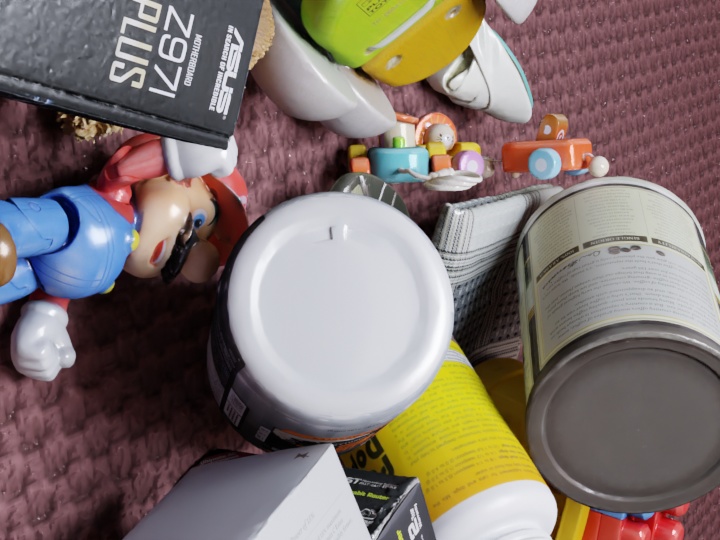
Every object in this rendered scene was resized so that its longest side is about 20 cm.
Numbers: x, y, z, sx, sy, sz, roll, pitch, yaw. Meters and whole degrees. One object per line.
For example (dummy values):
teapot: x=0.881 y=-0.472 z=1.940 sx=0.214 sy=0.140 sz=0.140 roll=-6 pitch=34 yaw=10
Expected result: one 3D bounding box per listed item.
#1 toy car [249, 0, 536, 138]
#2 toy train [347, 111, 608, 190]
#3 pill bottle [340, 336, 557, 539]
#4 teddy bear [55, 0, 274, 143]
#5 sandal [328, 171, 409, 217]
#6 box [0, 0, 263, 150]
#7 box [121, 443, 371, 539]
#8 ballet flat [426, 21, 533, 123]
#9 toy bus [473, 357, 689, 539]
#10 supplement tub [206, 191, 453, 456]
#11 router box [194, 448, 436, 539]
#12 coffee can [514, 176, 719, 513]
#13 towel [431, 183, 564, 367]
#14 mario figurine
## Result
toy car: x=0.006 y=-0.187 z=0.845 sx=0.151 sy=0.175 sz=0.200 roll=56 pitch=14 yaw=11
toy train: x=0.078 y=-0.089 z=0.965 sx=0.199 sy=0.149 sz=0.056 roll=-10 pitch=100 yaw=-53
pill bottle: x=0.055 y=0.135 z=0.890 sx=0.108 sy=0.201 sz=0.110 roll=-20 pitch=143 yaw=-16
teddy bear: x=-0.135 y=-0.139 z=0.712 sx=0.199 sy=0.066 sz=0.146 roll=-28 pitch=107 yaw=-47
sandal: x=0.000 y=0.001 z=0.938 sx=0.080 sy=0.057 sz=0.201 roll=-61 pitch=158 yaw=-18
box: x=-0.114 y=-0.168 z=0.584 sx=0.163 sy=0.086 sz=0.202 roll=10 pitch=94 yaw=-56
box: x=-0.042 y=0.211 z=0.704 sx=0.124 sy=0.097 sz=0.201 roll=-43 pitch=116 yaw=-57
ballet flat: x=0.066 y=-0.175 z=1.028 sx=0.201 sy=0.069 sz=0.070 roll=59 pitch=46 yaw=-36
toy bus: x=0.146 y=0.190 z=1.040 sx=0.135 sy=0.191 sz=0.202 roll=-13 pitch=117 yaw=-59
supplement tub: x=-0.024 y=0.040 z=0.764 sx=0.200 sy=0.121 sz=0.124 roll=119 pitch=-16 yaw=-74
router box: x=-0.019 y=0.210 z=0.831 sx=0.062 sy=0.149 sz=0.201 roll=-47 pitch=131 yaw=-44
coffee can: x=0.182 y=0.046 z=0.946 sx=0.201 sy=0.145 sz=0.147 roll=-84 pitch=159 yaw=-57
towel: x=0.096 y=0.030 z=1.055 sx=0.200 sy=0.034 sz=0.194 roll=-17 pitch=124 yaw=-58
mario figurine: x=-0.121 y=-0.010 z=0.685 sx=0.199 sy=0.123 sz=0.107 roll=-26 pitch=101 yaw=-50
